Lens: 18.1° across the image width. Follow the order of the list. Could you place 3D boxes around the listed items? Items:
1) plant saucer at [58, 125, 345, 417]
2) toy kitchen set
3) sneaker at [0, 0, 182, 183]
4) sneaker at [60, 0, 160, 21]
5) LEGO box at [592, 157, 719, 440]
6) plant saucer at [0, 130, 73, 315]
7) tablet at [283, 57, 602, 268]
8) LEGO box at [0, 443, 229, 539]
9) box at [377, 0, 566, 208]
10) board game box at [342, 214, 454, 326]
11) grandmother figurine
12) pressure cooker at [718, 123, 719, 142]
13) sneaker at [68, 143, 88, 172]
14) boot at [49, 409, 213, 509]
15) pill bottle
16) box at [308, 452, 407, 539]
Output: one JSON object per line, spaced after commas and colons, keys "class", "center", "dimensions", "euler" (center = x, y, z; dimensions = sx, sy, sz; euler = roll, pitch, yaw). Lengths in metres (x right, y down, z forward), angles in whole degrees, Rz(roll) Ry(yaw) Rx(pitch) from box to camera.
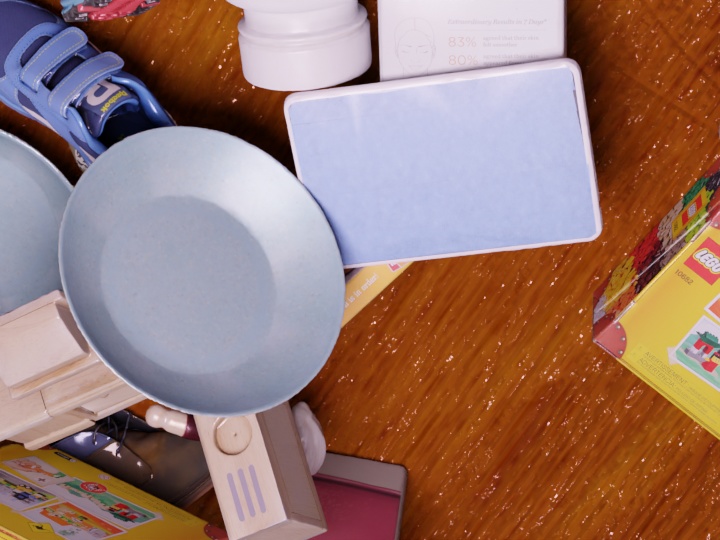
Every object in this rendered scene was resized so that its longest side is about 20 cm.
{"class": "plant saucer", "center": [-0.107, 0.005, 1.479], "dimensions": [0.201, 0.202, 0.039], "euler": [34, 148, -10]}
{"class": "toy kitchen set", "center": [-0.162, 0.116, 1.512], "dimensions": [0.199, 0.163, 0.181], "euler": [-23, 72, 15]}
{"class": "sneaker", "center": [-0.190, -0.122, 1.548], "dimensions": [0.200, 0.082, 0.074], "euler": [41, 73, 4]}
{"class": "sneaker", "center": [-0.154, -0.225, 1.487], "dimensions": [0.079, 0.200, 0.096], "euler": [-12, 90, -34]}
{"class": "LEGO box", "center": [0.286, 0.041, 1.607], "dimensions": [0.200, 0.077, 0.149], "euler": [38, 113, -11]}
{"class": "plant saucer", "center": [-0.283, -0.028, 1.643], "dimensions": [0.200, 0.039, 0.202], "euler": [4, 120, 7]}
{"class": "tablet", "center": [0.056, -0.069, 1.510], "dimensions": [0.199, 0.014, 0.131], "euler": [-6, 114, 11]}
{"class": "LEGO box", "center": [-0.211, 0.198, 1.573], "dimensions": [0.199, 0.149, 0.078], "euler": [21, 108, 31]}
{"class": "box", "center": [0.077, -0.151, 1.531], "dimensions": [0.124, 0.098, 0.201], "euler": [1, 115, 6]}
{"class": "board game box", "center": [0.000, 0.000, 1.609], "dimensions": [0.200, 0.096, 0.030], "euler": [-40, 104, 21]}
{"class": "grandmother figurine", "center": [-0.112, 0.092, 1.650], "dimensions": [0.199, 0.121, 0.061], "euler": [27, 134, 16]}
{"class": "pressure cooker", "center": [0.326, -0.152, 1.460], "dimensions": [0.175, 0.179, 0.201], "euler": [5, 116, 7]}
{"class": "sneaker", "center": [-0.150, -0.033, 1.614], "dimensions": [0.077, 0.089, 0.201], "euler": [-24, 110, 16]}
{"class": "boot", "center": [-0.172, 0.137, 1.703], "dimensions": [0.200, 0.075, 0.097], "euler": [-34, 110, 21]}
{"class": "pill bottle", "center": [-0.045, -0.228, 1.499], "dimensions": [0.114, 0.114, 0.201], "euler": [-3, 114, 7]}
{"class": "box", "center": [-0.033, 0.237, 1.663], "dimensions": [0.108, 0.200, 0.129], "euler": [10, 115, 0]}
